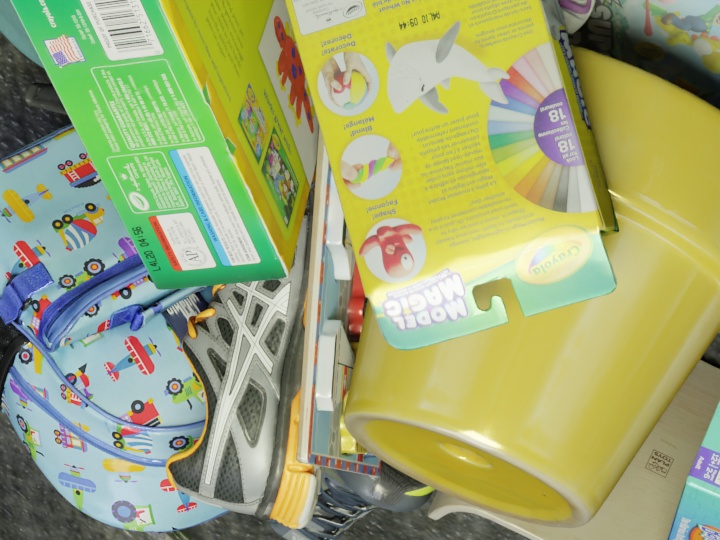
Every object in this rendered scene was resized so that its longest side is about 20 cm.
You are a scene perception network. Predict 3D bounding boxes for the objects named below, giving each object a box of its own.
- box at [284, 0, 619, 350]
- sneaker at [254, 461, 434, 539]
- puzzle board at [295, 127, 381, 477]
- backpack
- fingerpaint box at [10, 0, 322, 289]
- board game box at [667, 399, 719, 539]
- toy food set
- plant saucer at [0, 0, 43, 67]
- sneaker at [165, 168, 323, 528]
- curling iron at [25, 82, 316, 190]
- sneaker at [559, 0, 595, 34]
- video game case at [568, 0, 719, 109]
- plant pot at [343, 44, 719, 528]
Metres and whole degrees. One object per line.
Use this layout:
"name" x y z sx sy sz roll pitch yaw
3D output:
"box" 0.042 -0.072 1.341 0.117 0.048 0.200 -16 84 15
"sneaker" -0.011 0.121 1.670 0.074 0.081 0.200 29 175 -12
"puzzle board" 0.000 0.000 1.481 0.017 0.200 0.151 2 174 13
"backpack" -0.111 0.029 1.576 0.200 0.183 0.135 53 152 25
"fingerpaint box" -0.082 -0.120 1.370 0.073 0.167 0.200 -5 136 19
"board game box" 0.198 0.068 1.453 0.045 0.152 0.200 22 165 9
"toy food set" 0.152 0.117 1.589 0.200 0.144 0.060 26 149 5
"plant saucer" -0.171 -0.171 1.497 0.200 0.036 0.200 47 156 28
"sneaker" -0.051 0.027 1.493 0.077 0.200 0.078 4 162 3
"curling iron" -0.100 -0.072 1.519 0.200 0.050 0.026 21 147 37
"sneaker" 0.028 -0.177 1.420 0.200 0.075 0.100 43 139 6
"video game case" 0.142 -0.114 1.459 0.200 0.017 0.143 13 136 19
"plant pot" 0.085 0.013 1.439 0.201 0.189 0.201 22 164 7
